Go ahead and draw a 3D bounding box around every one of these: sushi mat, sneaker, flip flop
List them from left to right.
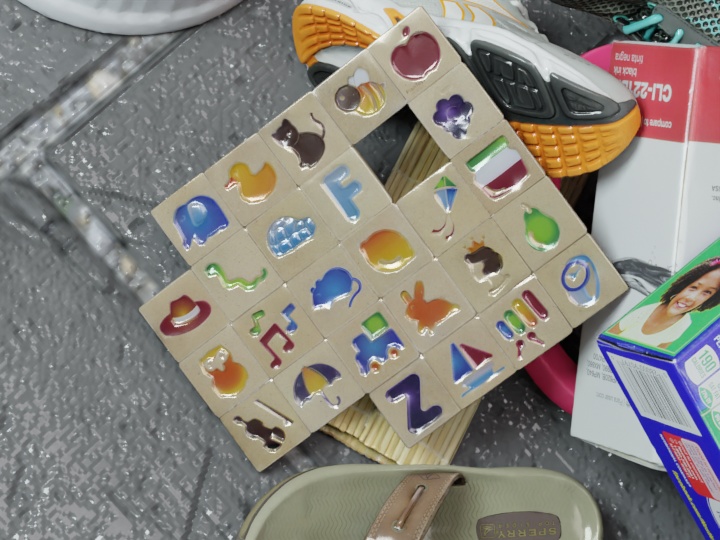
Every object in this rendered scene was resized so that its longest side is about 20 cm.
[{"bbox_3d":[0.032,0.132,1.351,0.199,0.058,0.082,-2,89,-22],"label":"flip flop"},{"bbox_3d":[0.039,0.006,1.419,0.095,0.012,0.201,31,68,-9],"label":"sushi mat"},{"bbox_3d":[0.064,-0.114,1.385,0.199,0.076,0.092,24,50,34],"label":"sneaker"},{"bbox_3d":[0.178,-0.119,1.426,0.199,0.078,0.092,9,73,-28],"label":"sneaker"}]

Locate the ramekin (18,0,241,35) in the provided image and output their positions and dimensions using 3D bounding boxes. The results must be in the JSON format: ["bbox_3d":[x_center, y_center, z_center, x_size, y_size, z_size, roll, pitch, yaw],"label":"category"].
[{"bbox_3d":[-0.110,-0.227,1.391,0.199,0.098,0.202,5,73,-17],"label":"ramekin"}]

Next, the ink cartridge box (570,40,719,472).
[{"bbox_3d":[0.191,-0.005,1.372,0.144,0.084,0.201,4,94,-27],"label":"ink cartridge box"}]

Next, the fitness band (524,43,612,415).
[{"bbox_3d":[0.139,-0.017,1.440,0.143,0.037,0.201,13,72,-26],"label":"fitness band"}]

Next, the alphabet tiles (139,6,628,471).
[{"bbox_3d":[0.000,0.000,1.350,0.200,0.008,0.167,-36,92,11],"label":"alphabet tiles"}]

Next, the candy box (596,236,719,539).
[{"bbox_3d":[0.234,0.042,1.308,0.200,0.077,0.169,-39,114,-17],"label":"candy box"}]
